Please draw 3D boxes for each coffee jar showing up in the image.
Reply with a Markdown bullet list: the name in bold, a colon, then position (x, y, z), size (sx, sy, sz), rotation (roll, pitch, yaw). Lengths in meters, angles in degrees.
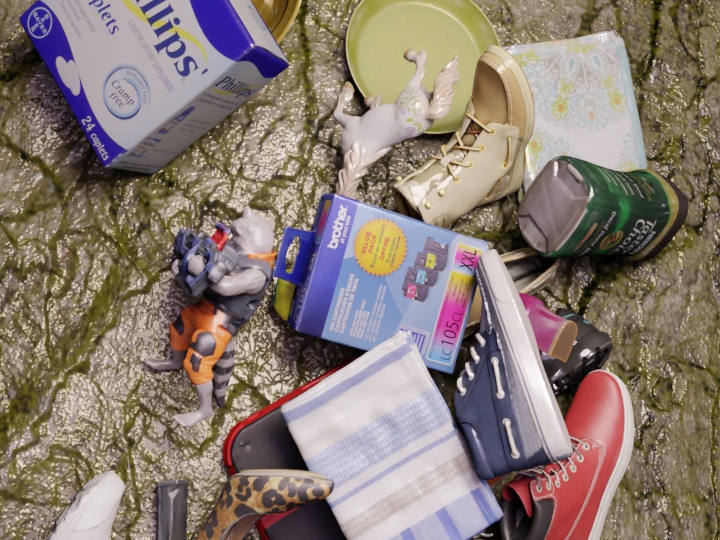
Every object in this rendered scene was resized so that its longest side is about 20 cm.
- **coffee jar**: position (0.274, -0.064, 0.898), size (0.197, 0.105, 0.086), rotation (0, 44, -37)

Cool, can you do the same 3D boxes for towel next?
- **towel**: position (0.252, -0.180, 0.971), size (0.168, 0.048, 0.204), rotation (-10, 89, -14)
- **towel**: position (0.029, 0.177, 0.751), size (0.145, 0.024, 0.203), rotation (-28, 88, -5)

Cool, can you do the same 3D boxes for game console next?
- **game console**: position (-0.025, 0.202, 0.831), size (0.198, 0.031, 0.179), rotation (-28, 89, -18)

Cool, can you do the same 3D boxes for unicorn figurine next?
- **unicorn figurine**: position (0.020, -0.150, 0.865), size (0.073, 0.199, 0.140), rotation (24, 48, -30)

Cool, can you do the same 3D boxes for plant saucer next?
- **plant saucer**: position (0.075, -0.254, 0.971), size (0.196, 0.031, 0.204), rotation (4, 75, -13)

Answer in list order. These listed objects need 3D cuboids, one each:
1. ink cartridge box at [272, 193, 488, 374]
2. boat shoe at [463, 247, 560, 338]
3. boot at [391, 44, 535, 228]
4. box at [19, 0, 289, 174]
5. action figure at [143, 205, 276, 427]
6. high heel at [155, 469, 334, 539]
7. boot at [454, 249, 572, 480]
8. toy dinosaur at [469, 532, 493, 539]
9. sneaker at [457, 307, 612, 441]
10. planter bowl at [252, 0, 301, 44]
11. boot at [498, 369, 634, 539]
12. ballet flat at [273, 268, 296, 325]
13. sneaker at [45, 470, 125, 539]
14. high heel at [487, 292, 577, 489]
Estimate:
- **ink cartridge box**: position (0.011, 0.008, 0.799), size (0.196, 0.076, 0.139), rotation (16, 91, -12)
- **boat shoe**: position (0.133, 0.021, 0.887), size (0.198, 0.076, 0.072), rotation (-29, 85, -18)
- **boot**: position (0.105, -0.126, 0.866), size (0.154, 0.202, 0.073), rotation (-32, 57, -17)
- **box**: position (-0.207, -0.231, 0.816), size (0.198, 0.105, 0.186), rotation (-34, 84, 14)
- **action figure**: position (-0.142, 0.027, 0.794), size (0.103, 0.200, 0.196), rotation (24, 100, -23)
- **high heel**: position (-0.107, 0.259, 0.738), size (0.196, 0.071, 0.146), rotation (-13, 70, 23)
- **boot**: position (0.120, 0.086, 0.749), size (0.089, 0.073, 0.204), rotation (-22, 69, 16)
- **toy dinosaur**: position (0.033, 0.213, 0.803), size (0.102, 0.077, 0.201), rotation (-34, 86, -30)
- **sneaker**: position (0.181, 0.116, 0.888), size (0.198, 0.076, 0.079), rotation (-32, 55, -13)
- **planter bowl**: position (-0.140, -0.311, 0.890), size (0.196, 0.083, 0.205), rotation (1, 92, 16)
- **boot**: position (0.206, 0.190, 0.819), size (0.143, 0.072, 0.204), rotation (25, 79, -41)
- **ballet flat**: position (0.000, 0.000, 0.860), size (0.196, 0.067, 0.068), rotation (-18, 122, -15)
- **sneaker**: position (-0.252, 0.287, 0.736), size (0.098, 0.078, 0.203), rotation (26, 80, -12)
- **high heel**: position (0.137, 0.121, 0.818), size (0.067, 0.095, 0.203), rotation (20, 95, -41)
